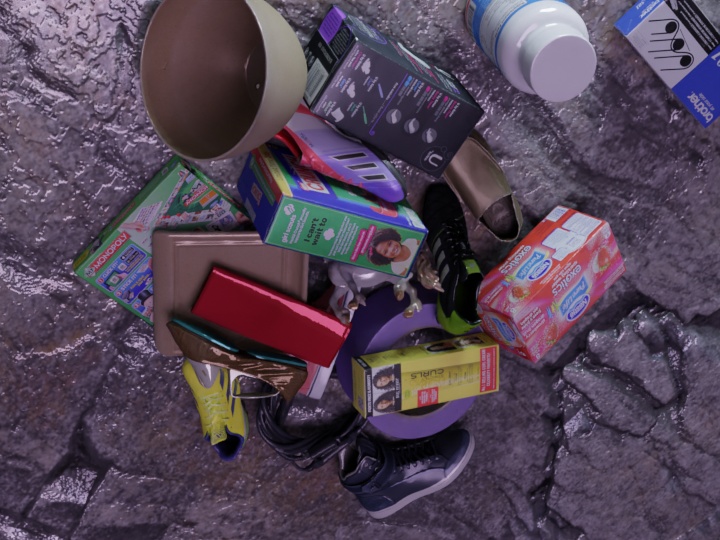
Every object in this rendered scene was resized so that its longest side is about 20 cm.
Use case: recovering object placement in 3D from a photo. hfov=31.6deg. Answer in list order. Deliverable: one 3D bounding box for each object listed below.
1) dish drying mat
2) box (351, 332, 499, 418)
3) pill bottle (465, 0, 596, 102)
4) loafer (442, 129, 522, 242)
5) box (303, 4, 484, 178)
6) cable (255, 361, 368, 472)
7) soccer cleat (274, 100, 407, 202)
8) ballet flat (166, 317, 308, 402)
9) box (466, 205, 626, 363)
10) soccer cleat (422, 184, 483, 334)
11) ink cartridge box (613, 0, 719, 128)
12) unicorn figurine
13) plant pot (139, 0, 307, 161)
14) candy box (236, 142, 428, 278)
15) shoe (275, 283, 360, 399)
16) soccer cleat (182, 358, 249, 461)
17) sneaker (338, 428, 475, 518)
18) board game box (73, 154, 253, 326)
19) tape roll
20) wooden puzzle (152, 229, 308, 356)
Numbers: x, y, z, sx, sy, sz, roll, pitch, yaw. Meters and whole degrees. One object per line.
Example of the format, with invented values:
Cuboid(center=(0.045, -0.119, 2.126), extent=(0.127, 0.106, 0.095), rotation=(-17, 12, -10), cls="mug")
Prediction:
Cuboid(center=(-0.114, 0.060, 1.639), extent=(0.199, 0.018, 0.077), rotation=(23, 116, -16), cls="dish drying mat")
Cuboid(center=(0.088, 0.140, 1.705), extent=(0.198, 0.050, 0.076), rotation=(-8, 111, -21), cls="box")
Cuboid(center=(0.205, -0.277, 1.515), extent=(0.111, 0.200, 0.113), rotation=(-8, 124, -12), cls="pill bottle")
Cuboid(center=(0.163, -0.114, 1.684), extent=(0.076, 0.068, 0.200), rotation=(-38, 124, 8), cls="loafer")
Cuboid(center=(0.031, -0.216, 1.546), extent=(0.199, 0.123, 0.106), rotation=(25, 111, -28), cls="box")
Cuboid(center=(-0.053, 0.185, 1.820), extent=(0.199, 0.051, 0.164), rotation=(-38, 116, -2), cls="cable")
Cuboid(center=(-0.033, -0.137, 1.553), extent=(0.200, 0.068, 0.073), rotation=(38, 67, 3), cls="soccer cleat")
Cuboid(center=(-0.164, 0.125, 1.642), extent=(0.199, 0.068, 0.073), rotation=(20, 92, -21), cls="ballet flat")
Cuboid(center=(0.254, 0.017, 1.734), extent=(0.200, 0.099, 0.096), rotation=(-43, 127, -18), cls="box")
Cuboid(center=(0.128, -0.017, 1.681), extent=(0.067, 0.081, 0.202), rotation=(-5, 85, -28), cls="soccer cleat")
Cuboid(center=(0.429, -0.285, 1.674), extent=(0.094, 0.044, 0.200), rotation=(-43, 123, 13), cls="ink cartridge box")
Cuboid(center=(0.000, 0.000, 1.661), extent=(0.198, 0.138, 0.074), rotation=(6, 137, -18), cls="unicorn figurine")
Cuboid(center=(-0.138, -0.226, 1.467), extent=(0.134, 0.200, 0.201), rotation=(-6, 130, -52), cls="plant pot")
Cuboid(center=(-0.038, -0.078, 1.582), extent=(0.198, 0.169, 0.078), rotation=(12, 114, -24), cls="candy box")
Cuboid(center=(-0.066, 0.071, 1.726), extent=(0.090, 0.072, 0.202), rotation=(19, 102, -7), cls="shoe")
Cuboid(center=(-0.193, 0.187, 1.723), extent=(0.064, 0.084, 0.201), rotation=(-1, 143, 12), cls="soccer cleat")
Cuboid(center=(0.061, 0.274, 1.889), extent=(0.202, 0.077, 0.146), rotation=(-35, 127, 7), cls="sneaker")
Cuboid(center=(-0.251, -0.036, 1.628), extent=(0.200, 0.029, 0.134), rotation=(-44, 122, 12), cls="board game box")
Cuboid(center=(0.071, 0.125, 1.770), extent=(0.198, 0.085, 0.202), rotation=(-8, 113, -20), cls="tape roll")
Cuboid(center=(-0.168, 0.027, 1.647), extent=(0.198, 0.037, 0.186), rotation=(2, 121, -5), cls="wooden puzzle")
